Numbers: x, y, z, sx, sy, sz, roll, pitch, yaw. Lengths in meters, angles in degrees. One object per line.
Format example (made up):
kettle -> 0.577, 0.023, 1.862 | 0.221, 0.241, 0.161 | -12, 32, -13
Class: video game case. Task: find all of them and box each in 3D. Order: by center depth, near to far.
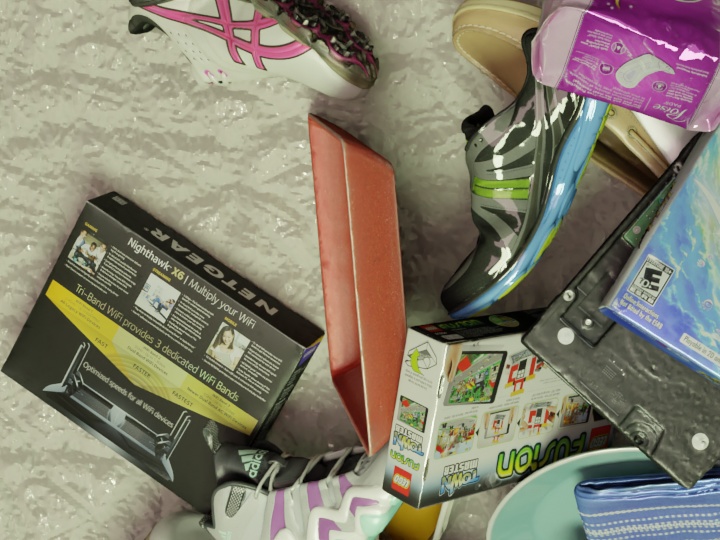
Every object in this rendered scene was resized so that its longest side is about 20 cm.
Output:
video game case -> 0.273, -0.002, 0.916 | 0.199, 0.045, 0.182 | 32, 87, 3

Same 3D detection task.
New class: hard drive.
hard drive -> 0.214, 0.014, 0.957 | 0.139, 0.038, 0.200 | 40, 89, 3

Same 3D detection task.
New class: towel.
towel -> 0.230, 0.200, 1.038 | 0.143, 0.024, 0.201 | -7, 134, 18

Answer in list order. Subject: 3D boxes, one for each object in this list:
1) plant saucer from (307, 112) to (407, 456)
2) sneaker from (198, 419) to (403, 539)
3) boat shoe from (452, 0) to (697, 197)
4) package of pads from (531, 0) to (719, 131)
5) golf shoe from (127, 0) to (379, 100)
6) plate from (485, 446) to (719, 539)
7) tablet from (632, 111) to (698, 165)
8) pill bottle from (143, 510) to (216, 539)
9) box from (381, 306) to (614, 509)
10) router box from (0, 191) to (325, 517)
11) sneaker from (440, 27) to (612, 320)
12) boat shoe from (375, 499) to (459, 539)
plant saucer -> 0.000, 0.000, 1.040 | 0.036, 0.200, 0.202 | -6, 101, -6
sneaker -> -0.049, 0.145, 1.080 | 0.140, 0.078, 0.200 | 42, 121, 3
boat shoe -> 0.141, -0.110, 1.016 | 0.199, 0.071, 0.065 | 30, 70, 7
package of pads -> 0.180, -0.191, 0.925 | 0.119, 0.201, 0.076 | 17, 150, 2
golf shoe -> -0.076, -0.164, 1.084 | 0.199, 0.072, 0.093 | 32, 115, 18
plate -> 0.185, 0.175, 1.058 | 0.198, 0.026, 0.201 | 2, 135, 2
tablet -> 0.226, -0.135, 0.995 | 0.130, 0.014, 0.201 | -36, 90, -11
pill bottle -> -0.160, 0.290, 1.179 | 0.116, 0.116, 0.200 | 41, 110, 4
box -> 0.102, 0.084, 1.017 | 0.035, 0.199, 0.111 | 23, 110, 42
router box -> -0.150, 0.061, 1.159 | 0.199, 0.052, 0.158 | 34, 108, 7
sneaker -> 0.097, -0.062, 0.983 | 0.082, 0.071, 0.201 | 25, 110, 10
boat shoe -> 0.022, 0.207, 1.131 | 0.071, 0.070, 0.201 | 32, 108, 7
